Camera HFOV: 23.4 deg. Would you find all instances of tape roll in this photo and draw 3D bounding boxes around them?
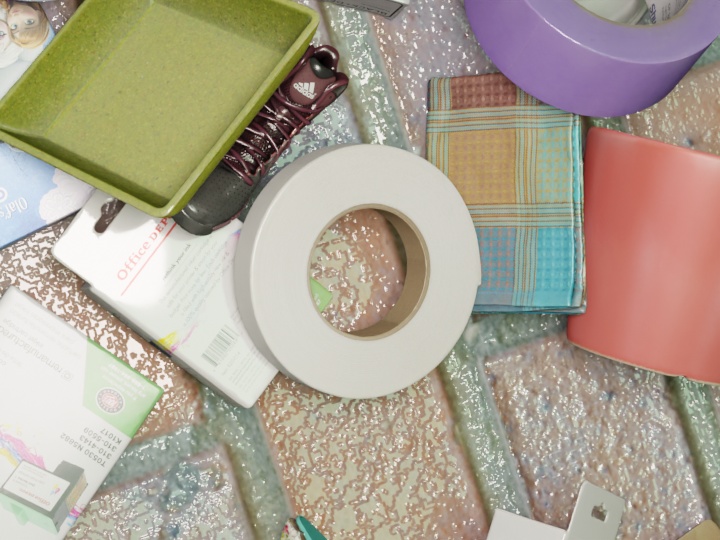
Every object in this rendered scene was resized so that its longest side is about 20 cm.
[{"bbox_3d":[0.000,0.000,1.363,0.202,0.037,0.203,-3,96,-25],"label":"tape roll"},{"bbox_3d":[0.188,-0.227,1.372,0.200,0.085,0.200,7,63,-15],"label":"tape roll"}]

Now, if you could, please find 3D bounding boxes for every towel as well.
[{"bbox_3d":[0.115,-0.063,1.419,0.022,0.146,0.201,4,85,-58],"label":"towel"}]

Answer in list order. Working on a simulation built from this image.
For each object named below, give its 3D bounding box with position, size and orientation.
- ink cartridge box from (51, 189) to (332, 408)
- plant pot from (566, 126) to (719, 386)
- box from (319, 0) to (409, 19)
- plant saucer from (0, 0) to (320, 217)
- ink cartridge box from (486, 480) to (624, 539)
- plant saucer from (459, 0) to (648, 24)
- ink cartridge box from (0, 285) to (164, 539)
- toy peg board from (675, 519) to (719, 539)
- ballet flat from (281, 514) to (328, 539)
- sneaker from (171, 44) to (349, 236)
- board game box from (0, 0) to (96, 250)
[{"bbox_3d":[-0.138,0.005,1.375,0.200,0.067,0.117,39,79,-12],"label":"ink cartridge box"},{"bbox_3d":[0.258,-0.009,1.420,0.200,0.200,0.178,14,95,-12],"label":"plant pot"},{"bbox_3d":[0.001,-0.320,1.432,0.116,0.060,0.200,14,84,-12],"label":"box"},{"bbox_3d":[-0.152,-0.136,1.313,0.200,0.048,0.200,26,70,32],"label":"plant saucer"},{"bbox_3d":[0.140,0.263,1.401,0.068,0.115,0.200,15,82,29],"label":"ink cartridge box"},{"bbox_3d":[0.170,-0.282,1.475,0.200,0.050,0.201,1,86,-13],"label":"plant saucer"},{"bbox_3d":[-0.267,0.134,1.333,0.145,0.084,0.200,35,81,-9],"label":"ink cartridge box"},{"bbox_3d":[0.302,0.306,1.385,0.199,0.098,0.200,-22,74,-43],"label":"toy peg board"},{"bbox_3d":[-0.004,0.286,1.397,0.064,0.076,0.200,-44,94,5],"label":"ballet flat"},{"bbox_3d":[-0.075,-0.117,1.335,0.076,0.115,0.200,43,45,-13],"label":"sneaker"},{"bbox_3d":[-0.313,-0.111,1.356,0.200,0.043,0.199,-28,95,-14],"label":"board game box"}]
